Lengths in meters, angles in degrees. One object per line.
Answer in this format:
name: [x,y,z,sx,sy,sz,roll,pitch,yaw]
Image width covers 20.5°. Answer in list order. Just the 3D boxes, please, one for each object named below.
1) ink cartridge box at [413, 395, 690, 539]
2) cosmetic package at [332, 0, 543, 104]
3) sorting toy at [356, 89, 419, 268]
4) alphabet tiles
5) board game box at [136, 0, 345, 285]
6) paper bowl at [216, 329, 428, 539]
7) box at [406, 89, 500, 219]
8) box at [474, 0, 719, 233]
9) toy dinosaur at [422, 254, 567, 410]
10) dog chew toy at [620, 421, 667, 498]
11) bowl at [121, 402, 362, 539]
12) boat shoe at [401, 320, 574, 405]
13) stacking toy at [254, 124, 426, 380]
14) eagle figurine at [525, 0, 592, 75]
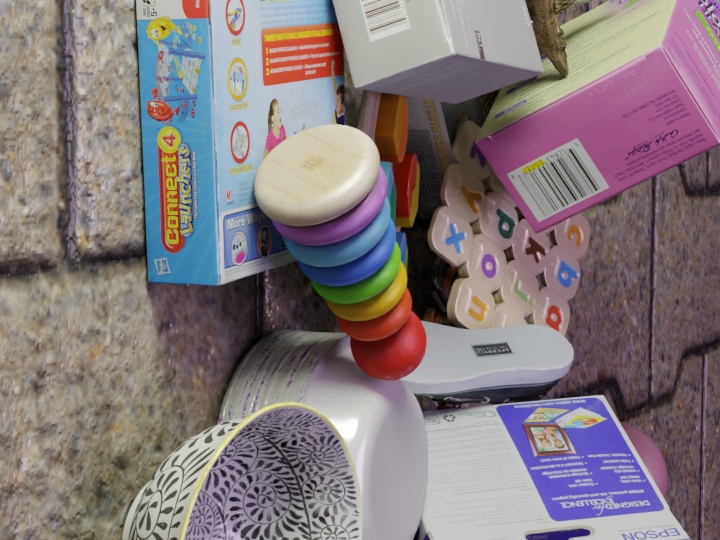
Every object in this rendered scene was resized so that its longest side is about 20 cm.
ink cartridge box: [0.128,0.173,1.541,0.200,0.197,0.044,-116,-154,-57]
cosmetic package: [0.056,-0.186,1.447,0.200,0.090,0.107,-9,82,-64]
sorting toy: [0.019,-0.054,1.500,0.185,0.036,0.201,76,16,-59]
alphabet tiles: [0.126,-0.030,1.682,0.195,0.015,0.201,35,62,-41]
board game box: [-0.076,-0.102,1.348,0.200,0.056,0.197,-19,109,-64]
paper bowl: [-0.019,0.145,1.440,0.201,0.104,0.202,2,90,-66]
box: [0.076,-0.168,1.681,0.159,0.048,0.200,-60,144,-46]
box: [0.209,-0.146,1.633,0.097,0.176,0.200,54,29,-16]
toy dinosaur: [0.091,0.049,1.721,0.136,0.102,0.200,36,81,-45]
dog chew toy: [0.255,0.242,2.037,0.200,0.124,0.125,74,30,-50]
bowl: [-0.091,0.180,1.280,0.200,0.094,0.202,-12,104,-55]
boat shoe: [0.079,0.082,1.608,0.057,0.199,0.069,113,-32,-41]
stacking toy: [0.000,0.000,1.342,0.200,0.085,0.086,65,36,-40]
eagle figurine: [0.136,-0.236,1.638,0.152,0.151,0.200,-55,-159,21]
